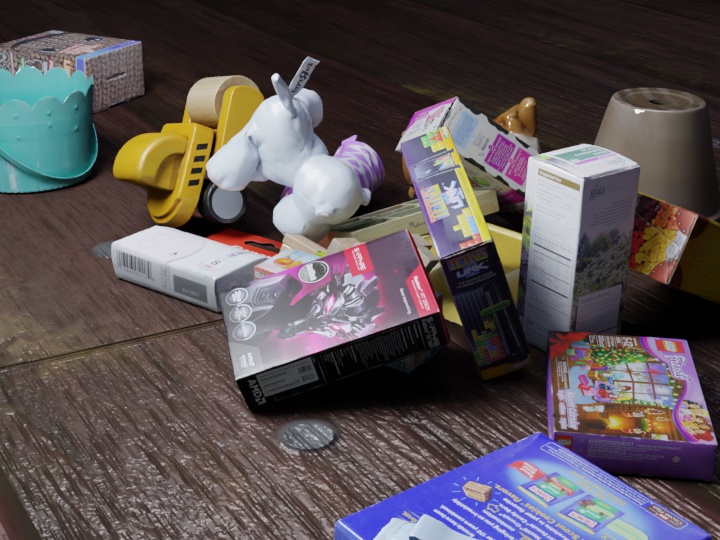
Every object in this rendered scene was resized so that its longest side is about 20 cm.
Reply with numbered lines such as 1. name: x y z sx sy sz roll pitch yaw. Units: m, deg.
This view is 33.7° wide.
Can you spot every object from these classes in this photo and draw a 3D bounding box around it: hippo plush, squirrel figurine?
1. hippo plush: -0.057 -0.124 1.373 0.161 0.200 0.159 48 38 3
2. squirrel figurine: 0.148 -0.154 1.642 0.186 0.142 0.200 -11 9 -2

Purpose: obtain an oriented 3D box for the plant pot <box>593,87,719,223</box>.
1. plant pot: 0.369 -0.134 1.511 0.199 0.174 0.200 0 24 0

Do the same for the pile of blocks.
1. pile of blocks: 0.000 0.000 1.302 0.199 0.082 0.062 1 3 30

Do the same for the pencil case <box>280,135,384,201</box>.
1. pencil case: -0.037 -0.109 1.543 0.084 0.086 0.200 -25 8 27

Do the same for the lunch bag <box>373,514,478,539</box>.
1. lunch bag: 0.075 0.233 0.595 0.169 0.201 0.127 13 25 25

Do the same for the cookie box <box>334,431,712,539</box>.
1. cookie box: 0.108 0.205 0.820 0.199 0.076 0.171 -15 28 -34

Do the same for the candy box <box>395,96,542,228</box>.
1. candy box: 0.157 -0.127 1.451 0.200 0.061 0.136 30 -10 -16

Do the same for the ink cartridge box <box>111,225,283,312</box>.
1. ink cartridge box: -0.162 -0.023 1.386 0.162 0.057 0.200 16 32 32

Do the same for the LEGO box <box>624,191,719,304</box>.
1. LEGO box: 0.340 -0.023 1.272 0.200 0.077 0.149 16 8 -41

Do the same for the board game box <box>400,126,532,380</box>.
1. board game box: 0.103 -0.019 1.174 0.057 0.166 0.200 -21 38 5

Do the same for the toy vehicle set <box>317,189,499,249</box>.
1. toy vehicle set: 0.052 -0.060 1.434 0.199 0.027 0.124 -18 10 -25

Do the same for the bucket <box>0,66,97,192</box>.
1. bucket: -0.470 -0.200 1.674 0.206 0.135 0.207 0 23 0

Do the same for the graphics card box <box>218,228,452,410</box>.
1. graphics card box: -0.027 0.044 1.118 0.199 0.051 0.126 -19 43 1

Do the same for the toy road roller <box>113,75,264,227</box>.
1. toy road roller: -0.215 -0.153 1.469 0.146 0.201 0.123 15 -3 -35

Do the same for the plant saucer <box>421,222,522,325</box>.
1. plant saucer: 0.135 -0.005 1.357 0.200 0.049 0.200 21 29 39

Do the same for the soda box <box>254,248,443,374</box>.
1. soda box: -0.014 0.039 1.217 0.199 0.069 0.064 17 29 32

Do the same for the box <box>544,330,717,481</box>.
1. box: 0.239 0.117 1.081 0.136 0.039 0.200 4 23 5

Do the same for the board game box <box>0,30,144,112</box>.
1. board game box: -0.505 -0.348 2.071 0.199 0.097 0.159 11 25 23

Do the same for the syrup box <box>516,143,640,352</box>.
1. syrup box: 0.215 -0.018 1.194 0.079 0.201 0.081 -15 28 -32
